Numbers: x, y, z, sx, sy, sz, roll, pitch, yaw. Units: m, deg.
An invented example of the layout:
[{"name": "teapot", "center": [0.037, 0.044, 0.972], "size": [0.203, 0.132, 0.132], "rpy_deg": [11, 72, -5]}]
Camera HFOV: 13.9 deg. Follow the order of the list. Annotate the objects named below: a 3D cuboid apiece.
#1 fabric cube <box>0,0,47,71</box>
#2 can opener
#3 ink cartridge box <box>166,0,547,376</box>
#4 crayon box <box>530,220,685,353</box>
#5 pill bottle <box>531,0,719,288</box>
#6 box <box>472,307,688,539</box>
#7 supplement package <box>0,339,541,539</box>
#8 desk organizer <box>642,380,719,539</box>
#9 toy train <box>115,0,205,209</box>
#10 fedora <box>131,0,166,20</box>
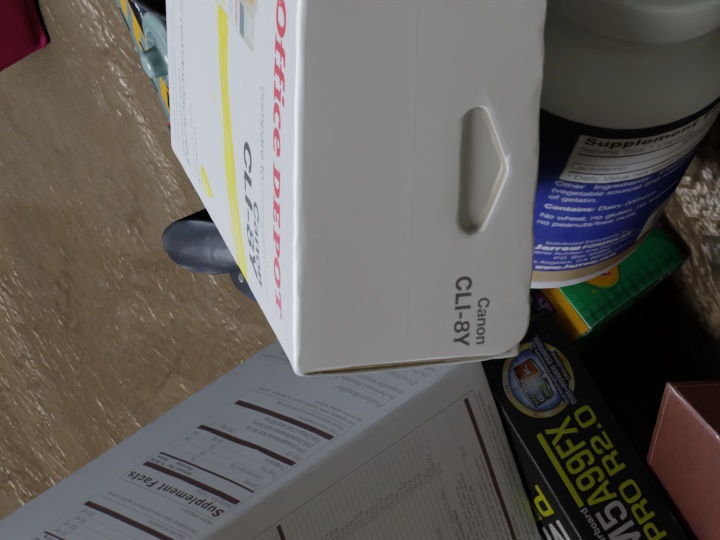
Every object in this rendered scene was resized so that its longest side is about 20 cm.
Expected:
[{"name": "fabric cube", "center": [-0.321, -0.186, 1.622], "size": [0.200, 0.199, 0.197], "rpy_deg": [36, 149, 40]}, {"name": "can opener", "center": [0.000, 0.000, 1.263], "size": [0.200, 0.078, 0.064], "rpy_deg": [10, 122, 48]}, {"name": "ink cartridge box", "center": [-0.009, -0.073, 1.022], "size": [0.200, 0.083, 0.146], "rpy_deg": [-123, 30, -60]}, {"name": "crayon box", "center": [0.054, -0.007, 1.296], "size": [0.119, 0.058, 0.200], "rpy_deg": [54, 157, 5]}, {"name": "pill bottle", "center": [0.080, -0.085, 1.074], "size": [0.116, 0.116, 0.200], "rpy_deg": [50, 155, 15]}, {"name": "box", "center": [0.072, 0.115, 1.275], "size": [0.161, 0.044, 0.200], "rpy_deg": [60, 159, 4]}, {"name": "supplement package", "center": [-0.042, 0.118, 1.187], "size": [0.109, 0.200, 0.114], "rpy_deg": [15, 130, 53]}, {"name": "desk organizer", "center": [0.161, 0.107, 1.222], "size": [0.077, 0.072, 0.200], "rpy_deg": [48, 156, 24]}, {"name": "toy train", "center": [-0.070, -0.109, 1.376], "size": [0.201, 0.085, 0.114], "rpy_deg": [64, 165, -7]}, {"name": "fedora", "center": [-0.099, -0.192, 1.229], "size": [0.200, 0.091, 0.202], "rpy_deg": [12, 110, 36]}]
